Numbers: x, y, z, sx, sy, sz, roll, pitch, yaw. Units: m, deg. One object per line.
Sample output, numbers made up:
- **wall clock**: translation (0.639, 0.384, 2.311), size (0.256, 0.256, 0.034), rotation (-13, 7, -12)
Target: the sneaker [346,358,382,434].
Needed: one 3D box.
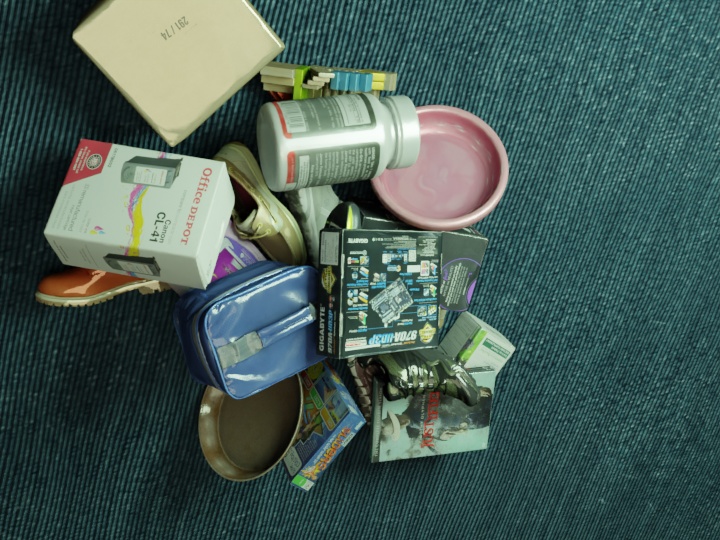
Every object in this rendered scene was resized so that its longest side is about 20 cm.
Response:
- **sneaker**: translation (0.055, 0.184, 1.335), size (0.114, 0.076, 0.202), rotation (-13, 116, 13)

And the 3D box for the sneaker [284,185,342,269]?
- **sneaker**: translation (-0.056, -0.074, 1.221), size (0.081, 0.075, 0.203), rotation (-23, 125, -25)

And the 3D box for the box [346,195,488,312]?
- **box**: translation (0.070, -0.024, 1.259), size (0.197, 0.106, 0.124), rotation (9, 108, -19)

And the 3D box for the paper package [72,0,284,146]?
- **paper package**: translation (-0.229, -0.295, 1.067), size (0.200, 0.104, 0.191), rotation (-41, 116, 1)

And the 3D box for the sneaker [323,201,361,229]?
- **sneaker**: translation (0.000, 0.000, 1.162), size (0.080, 0.074, 0.203), rotation (-18, 116, -25)

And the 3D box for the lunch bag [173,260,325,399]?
- **lunch bag**: translation (-0.125, 0.072, 1.094), size (0.198, 0.132, 0.138), rotation (-26, 109, -29)

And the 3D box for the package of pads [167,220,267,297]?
- **package of pads**: translation (-0.184, 0.019, 1.190), size (0.075, 0.121, 0.200), rotation (-18, 125, 37)

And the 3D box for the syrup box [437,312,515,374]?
- **syrup box**: translation (0.153, 0.175, 1.376), size (0.078, 0.081, 0.201), rotation (30, 98, -24)

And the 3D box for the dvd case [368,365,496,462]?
- **dvd case**: translation (0.112, 0.225, 1.326), size (0.197, 0.022, 0.148), rotation (-2, 112, -15)

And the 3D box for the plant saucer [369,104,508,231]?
- **plant saucer**: translation (0.109, -0.140, 1.204), size (0.198, 0.203, 0.051), rotation (-17, 156, -9)

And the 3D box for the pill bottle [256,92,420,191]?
- **pill bottle**: translation (-0.029, -0.172, 1.118), size (0.197, 0.114, 0.116), rotation (-9, 113, -18)

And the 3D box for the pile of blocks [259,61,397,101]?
- **pile of blocks**: translation (-0.043, -0.243, 1.154), size (0.197, 0.082, 0.063), rotation (0, 111, -17)

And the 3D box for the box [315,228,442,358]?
- **box**: translation (0.029, 0.026, 1.113), size (0.198, 0.046, 0.162), rotation (-2, 95, -46)

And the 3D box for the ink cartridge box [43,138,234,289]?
- **ink cartridge box**: translation (-0.276, -0.073, 1.076), size (0.197, 0.150, 0.086), rotation (8, 152, 6)

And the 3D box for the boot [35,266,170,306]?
- **boot**: translation (-0.350, -0.015, 1.162), size (0.197, 0.075, 0.109), rotation (-15, 111, -20)

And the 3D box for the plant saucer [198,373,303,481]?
- **plant saucer**: translation (-0.156, 0.210, 1.248), size (0.201, 0.200, 0.034), rotation (-50, 140, 7)

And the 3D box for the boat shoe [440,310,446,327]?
- **boat shoe**: translation (0.045, 0.063, 1.305), size (0.197, 0.071, 0.066), rotation (3, 109, -19)

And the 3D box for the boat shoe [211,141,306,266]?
- **boat shoe**: translation (-0.148, -0.077, 1.177), size (0.073, 0.066, 0.201), rotation (-21, 108, 40)

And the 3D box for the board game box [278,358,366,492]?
- **board game box**: translation (-0.078, 0.210, 1.253), size (0.034, 0.200, 0.136), rotation (36, 99, -32)

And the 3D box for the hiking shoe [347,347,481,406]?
- **hiking shoe**: translation (0.080, 0.159, 1.252), size (0.198, 0.076, 0.101), rotation (31, 76, 6)
